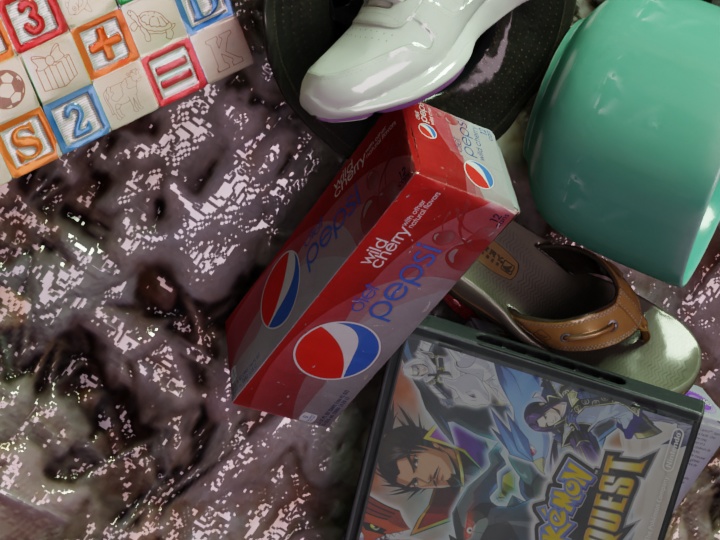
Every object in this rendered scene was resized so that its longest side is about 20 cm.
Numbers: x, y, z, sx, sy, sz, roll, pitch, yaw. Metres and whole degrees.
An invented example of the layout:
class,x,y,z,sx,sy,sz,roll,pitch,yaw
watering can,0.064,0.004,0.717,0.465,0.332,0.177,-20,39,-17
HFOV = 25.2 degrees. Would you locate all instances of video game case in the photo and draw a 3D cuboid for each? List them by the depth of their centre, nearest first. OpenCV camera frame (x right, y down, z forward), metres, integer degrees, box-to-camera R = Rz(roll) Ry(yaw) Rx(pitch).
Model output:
class,x,y,z,sx,sy,sz,roll,pitch,yaw
video game case,0.085,0.142,0.937,0.179,0.026,0.202,17,110,11

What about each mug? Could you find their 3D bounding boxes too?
class,x,y,z,sx,sy,sz,roll,pitch,yaw
mug,0.168,-0.095,0.926,0.186,0.113,0.153,-59,164,-28

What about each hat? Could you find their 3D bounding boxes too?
class,x,y,z,sx,sy,sz,roll,pitch,yaw
hat,0.018,-0.153,0.888,0.199,0.081,0.203,-13,116,-28

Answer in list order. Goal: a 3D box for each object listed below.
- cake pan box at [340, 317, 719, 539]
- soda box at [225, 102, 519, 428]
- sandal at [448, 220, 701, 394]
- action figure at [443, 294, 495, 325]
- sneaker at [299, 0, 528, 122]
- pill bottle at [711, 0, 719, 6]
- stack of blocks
class,x,y,z,sx,sy,sz,roll,pitch,yaw
cake pan box,0.114,0.137,1.020,0.198,0.052,0.185,15,117,-26
soda box,0.000,0.000,0.890,0.069,0.064,0.200,18,130,-27
sandal,0.122,0.012,0.937,0.199,0.055,0.082,37,55,-11
action figure,0.093,0.012,0.998,0.200,0.052,0.066,41,93,-27
sneaker,0.035,-0.155,0.811,0.200,0.075,0.100,-42,118,-19
pill bottle,0.285,-0.095,1.009,0.111,0.112,0.202,-19,113,-17
stack of blocks,-0.169,-0.122,0.830,0.199,0.059,0.116,-28,116,-13
